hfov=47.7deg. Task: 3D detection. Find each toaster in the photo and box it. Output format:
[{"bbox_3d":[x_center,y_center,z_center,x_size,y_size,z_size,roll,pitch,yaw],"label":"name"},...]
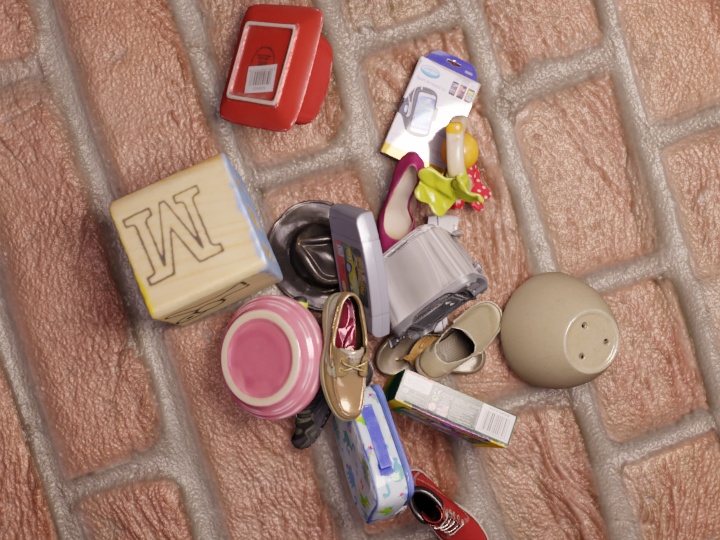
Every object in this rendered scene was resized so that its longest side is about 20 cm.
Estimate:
[{"bbox_3d":[0.099,0.020,1.319,0.199,0.113,0.131,-38,65,19],"label":"toaster"}]

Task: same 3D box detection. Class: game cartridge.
[{"bbox_3d":[0.000,0.000,1.300,0.040,0.133,0.204,-16,107,-25],"label":"game cartridge"}]

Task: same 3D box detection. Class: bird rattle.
[{"bbox_3d":[0.172,-0.171,1.335,0.111,0.199,0.167,4,105,25],"label":"bird rattle"}]

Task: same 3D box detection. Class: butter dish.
[{"bbox_3d":[-0.116,-0.321,1.353,0.198,0.147,0.203,18,92,40],"label":"butter dish"}]

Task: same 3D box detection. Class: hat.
[{"bbox_3d":[-0.067,-0.023,1.389,0.196,0.081,0.205,0,93,-1],"label":"hat"}]

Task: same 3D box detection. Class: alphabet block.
[{"bbox_3d":[-0.258,-0.042,1.317,0.197,0.195,0.199,-24,81,-2],"label":"alphabet block"}]

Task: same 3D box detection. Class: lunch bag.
[{"bbox_3d":[0.020,0.300,1.335,0.081,0.162,0.203,-12,60,-16],"label":"lunch bag"}]

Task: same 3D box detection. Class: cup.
[{"bbox_3d":[0.352,0.108,1.360,0.196,0.143,0.205,-1,93,-14],"label":"cup"}]

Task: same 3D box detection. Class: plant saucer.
[{"bbox_3d":[-0.152,0.141,1.321,0.197,0.051,0.205,-2,86,24],"label":"plant saucer"}]

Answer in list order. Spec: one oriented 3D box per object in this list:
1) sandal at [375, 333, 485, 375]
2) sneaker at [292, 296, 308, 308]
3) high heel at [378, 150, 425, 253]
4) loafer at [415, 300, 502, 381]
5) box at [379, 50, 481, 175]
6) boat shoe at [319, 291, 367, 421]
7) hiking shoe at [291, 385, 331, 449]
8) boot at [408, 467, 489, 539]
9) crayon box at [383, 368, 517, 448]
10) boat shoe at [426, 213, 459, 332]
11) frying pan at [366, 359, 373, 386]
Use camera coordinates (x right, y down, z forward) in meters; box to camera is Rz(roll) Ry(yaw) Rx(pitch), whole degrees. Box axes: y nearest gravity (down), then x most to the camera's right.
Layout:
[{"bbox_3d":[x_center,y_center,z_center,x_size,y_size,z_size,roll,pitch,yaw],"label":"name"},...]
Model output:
[{"bbox_3d":[0.124,0.149,1.415,0.195,0.054,0.082,3,92,-2],"label":"sandal"},{"bbox_3d":[-0.139,0.136,1.400,0.090,0.078,0.202,34,102,-3],"label":"sneaker"},{"bbox_3d":[0.069,-0.098,1.368,0.066,0.096,0.203,17,108,-1],"label":"high heel"},{"bbox_3d":[0.179,0.117,1.378,0.199,0.068,0.076,-39,86,-28],"label":"loafer"},{"bbox_3d":[0.125,-0.273,1.408,0.117,0.041,0.203,24,89,-3],"label":"box"},{"bbox_3d":[-0.022,0.132,1.270,0.073,0.066,0.205,-3,81,-25],"label":"boat shoe"},{"bbox_3d":[-0.091,0.213,1.383,0.099,0.076,0.202,26,118,4],"label":"hiking shoe"},{"bbox_3d":[0.149,0.432,1.383,0.200,0.144,0.073,44,89,-4],"label":"boot"},{"bbox_3d":[0.140,0.232,1.357,0.197,0.173,0.059,24,77,-3],"label":"crayon box"},{"bbox_3d":[0.147,0.005,1.401,0.064,0.074,0.205,-1,93,2],"label":"boat shoe"},{"bbox_3d":[-0.020,0.147,1.375,0.113,0.031,0.192,25,129,-3],"label":"frying pan"}]
